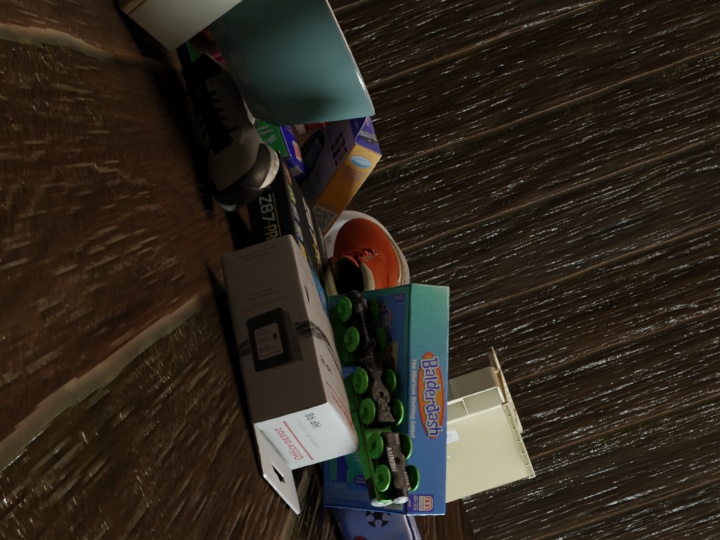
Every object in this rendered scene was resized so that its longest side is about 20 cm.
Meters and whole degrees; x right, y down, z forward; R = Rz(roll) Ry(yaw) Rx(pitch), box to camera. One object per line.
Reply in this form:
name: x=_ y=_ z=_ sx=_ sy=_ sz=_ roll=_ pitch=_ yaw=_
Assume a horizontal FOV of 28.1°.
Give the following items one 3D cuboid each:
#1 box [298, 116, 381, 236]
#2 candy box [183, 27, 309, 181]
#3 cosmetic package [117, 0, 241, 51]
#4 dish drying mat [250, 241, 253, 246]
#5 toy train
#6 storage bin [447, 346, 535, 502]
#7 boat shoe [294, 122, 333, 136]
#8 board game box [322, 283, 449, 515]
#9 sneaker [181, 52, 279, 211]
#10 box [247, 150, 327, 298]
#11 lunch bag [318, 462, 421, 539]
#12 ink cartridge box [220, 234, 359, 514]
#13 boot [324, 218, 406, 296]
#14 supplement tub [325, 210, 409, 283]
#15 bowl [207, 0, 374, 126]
box: x=-0.039 y=-0.110 z=1.624 sx=0.041 sy=0.200 sz=0.119 roll=25 pitch=29 yaw=-26
candy box: x=-0.127 y=-0.189 z=1.536 sx=0.169 sy=0.077 sz=0.200 roll=47 pitch=23 yaw=-84
cosmetic package: x=-0.115 y=-0.290 z=1.227 sx=0.073 sy=0.200 sz=0.104 roll=37 pitch=26 yaw=-45
dish drying mat: x=-0.070 y=0.066 z=1.495 sx=0.077 sy=0.018 sz=0.200 roll=-101 pitch=170 yaw=-61
toy train: x=0.007 y=0.112 z=1.243 sx=0.056 sy=0.042 sz=0.200 roll=-47 pitch=-132 yaw=47
storage bin: x=0.106 y=0.213 z=1.886 sx=0.094 sy=0.200 sz=0.199 roll=-102 pitch=172 yaw=-46
boat shoe: x=-0.074 y=-0.248 z=1.563 sx=0.071 sy=0.063 sz=0.200 roll=-82 pitch=151 yaw=-85
board game box: x=0.021 y=0.117 z=1.303 sx=0.152 sy=0.045 sz=0.200 roll=-9 pitch=-101 yaw=60
sneaker: x=-0.133 y=-0.131 z=1.353 sx=0.080 sy=0.074 sz=0.200 roll=49 pitch=12 yaw=-38
box: x=-0.064 y=0.005 z=1.439 sx=0.161 sy=0.049 sz=0.200 roll=65 pitch=11 yaw=-59
lunch bag: x=0.016 y=0.238 z=1.448 sx=0.160 sy=0.075 sz=0.200 roll=67 pitch=6 yaw=-65
ink cartridge box: x=-0.054 y=0.087 z=1.195 sx=0.116 sy=0.067 sz=0.200 roll=63 pitch=12 yaw=-61
boot: x=0.000 y=0.000 z=1.479 sx=0.200 sy=0.075 sz=0.107 roll=-98 pitch=166 yaw=-45
supplement tub: x=-0.009 y=0.001 z=1.837 sx=0.200 sy=0.132 sz=0.132 roll=52 pitch=19 yaw=-80
bowl: x=-0.075 y=-0.211 z=1.312 sx=0.201 sy=0.105 sz=0.201 roll=64 pitch=0 yaw=0
